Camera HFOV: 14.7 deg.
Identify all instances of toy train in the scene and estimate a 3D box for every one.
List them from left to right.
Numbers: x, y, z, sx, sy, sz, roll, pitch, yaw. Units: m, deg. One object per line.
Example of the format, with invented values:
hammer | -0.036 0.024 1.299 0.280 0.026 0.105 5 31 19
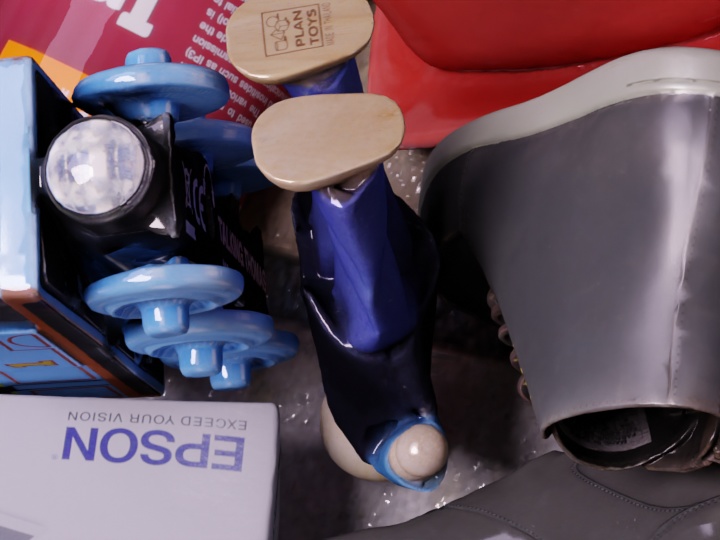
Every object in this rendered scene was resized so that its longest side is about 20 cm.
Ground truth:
toy train | -0.084 -0.007 0.847 0.114 0.200 0.087 -6 79 6

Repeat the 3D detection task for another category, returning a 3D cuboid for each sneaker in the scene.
sneaker | 0.058 0.011 0.819 0.200 0.075 0.107 143 141 -68
sneaker | 0.066 0.088 0.831 0.199 0.076 0.091 -3 56 33

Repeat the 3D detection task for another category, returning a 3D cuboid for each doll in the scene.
doll | 0.000 0.000 0.850 0.048 0.200 0.137 -14 53 -1

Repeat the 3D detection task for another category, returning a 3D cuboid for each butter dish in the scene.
butter dish | 0.058 -0.160 0.902 0.200 0.148 0.200 -8 63 38

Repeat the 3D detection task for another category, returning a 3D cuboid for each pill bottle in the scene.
pill bottle | -0.081 -0.069 0.999 0.113 0.113 0.200 21 83 45

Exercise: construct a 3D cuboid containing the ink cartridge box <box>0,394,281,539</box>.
ink cartridge box | -0.127 0.126 0.839 0.199 0.041 0.200 2 54 2
